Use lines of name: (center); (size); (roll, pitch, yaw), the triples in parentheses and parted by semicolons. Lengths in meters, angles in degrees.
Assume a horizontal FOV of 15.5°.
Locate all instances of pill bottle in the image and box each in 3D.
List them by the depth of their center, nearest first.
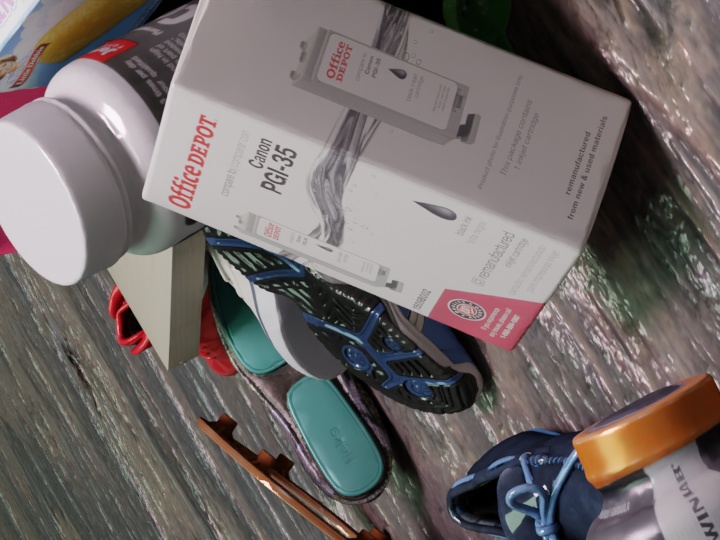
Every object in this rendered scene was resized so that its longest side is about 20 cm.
pill bottle: (0.168, 0.149, 1.183); (0.201, 0.106, 0.106); (64, 162, 0)
pill bottle: (-0.101, -0.079, 1.444); (0.114, 0.199, 0.114); (36, 142, 34)

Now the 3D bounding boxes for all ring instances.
ring: (-0.026, 0.156, 1.757); (0.200, 0.019, 0.200); (37, 178, 2)

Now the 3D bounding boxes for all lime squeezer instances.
lime squeezer: (0.066, -0.125, 1.205); (0.071, 0.038, 0.201); (53, 159, 29)

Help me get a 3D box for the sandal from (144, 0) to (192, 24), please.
sandal: (-0.128, -0.116, 1.530); (0.076, 0.202, 0.043); (16, 175, 16)

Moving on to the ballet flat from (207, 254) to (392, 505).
ballet flat: (-0.041, 0.065, 1.730); (0.201, 0.072, 0.072); (61, 162, 10)

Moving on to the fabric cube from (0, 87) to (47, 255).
fabric cube: (-0.265, -0.142, 1.761); (0.197, 0.198, 0.201); (93, 166, -58)

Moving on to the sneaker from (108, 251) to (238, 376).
sneaker: (-0.124, 0.027, 1.820); (0.079, 0.115, 0.201); (55, 159, 26)

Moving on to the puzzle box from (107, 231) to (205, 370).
puzzle box: (-0.138, -0.037, 1.643); (0.134, 0.025, 0.200); (58, 161, 21)

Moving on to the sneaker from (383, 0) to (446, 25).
sneaker: (-0.009, -0.139, 1.336); (0.121, 0.083, 0.201); (44, 157, 24)

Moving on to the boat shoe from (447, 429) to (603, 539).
boat shoe: (0.105, 0.128, 1.368); (0.085, 0.068, 0.200); (64, 162, -1)

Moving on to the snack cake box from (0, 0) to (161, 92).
snack cake box: (-0.145, -0.186, 1.428); (0.067, 0.115, 0.200); (53, 125, 14)

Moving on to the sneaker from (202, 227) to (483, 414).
sneaker: (0.000, 0.000, 1.518); (0.200, 0.077, 0.076); (44, 149, 4)

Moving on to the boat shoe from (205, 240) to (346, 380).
boat shoe: (-0.062, -0.020, 1.609); (0.070, 0.071, 0.201); (20, 148, 50)

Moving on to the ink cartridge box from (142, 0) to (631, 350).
ink cartridge box: (0.007, -0.055, 1.223); (0.199, 0.083, 0.147); (22, 158, -2)
